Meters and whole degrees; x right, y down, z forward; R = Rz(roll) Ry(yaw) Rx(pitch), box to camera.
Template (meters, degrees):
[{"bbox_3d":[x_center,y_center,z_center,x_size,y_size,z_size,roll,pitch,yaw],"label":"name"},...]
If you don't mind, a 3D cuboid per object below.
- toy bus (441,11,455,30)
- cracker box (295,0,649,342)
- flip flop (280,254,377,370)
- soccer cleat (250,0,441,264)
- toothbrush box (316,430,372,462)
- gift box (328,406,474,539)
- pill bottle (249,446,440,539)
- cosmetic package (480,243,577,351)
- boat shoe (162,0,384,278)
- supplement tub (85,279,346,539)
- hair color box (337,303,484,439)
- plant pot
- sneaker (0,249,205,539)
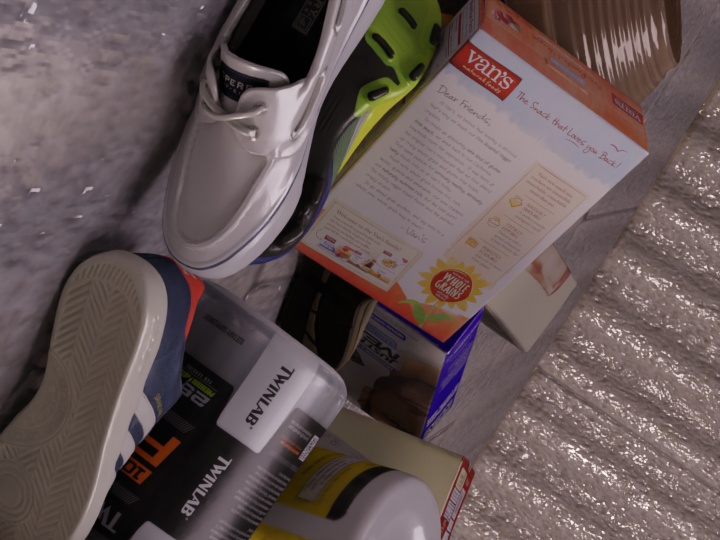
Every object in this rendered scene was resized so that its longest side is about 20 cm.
[{"bbox_3d":[0.086,-0.139,0.968,0.200,0.078,0.065,-15,121,-70],"label":"toy bus"},{"bbox_3d":[0.064,-0.060,0.871,0.200,0.134,0.058,-45,-158,33],"label":"cracker box"},{"bbox_3d":[0.000,0.000,1.018,0.058,0.081,0.200,-36,161,-43],"label":"flip flop"},{"bbox_3d":[-0.024,-0.091,0.810,0.201,0.065,0.084,-56,-163,-16],"label":"soccer cleat"},{"bbox_3d":[-0.086,0.208,1.063,0.086,0.145,0.201,-33,154,-60],"label":"toothbrush box"},{"bbox_3d":[-0.010,0.198,1.226,0.185,0.186,0.201,72,40,-71],"label":"gift box"},{"bbox_3d":[-0.057,0.168,0.915,0.114,0.199,0.115,-22,117,-51],"label":"pill bottle"},{"bbox_3d":[0.111,-0.015,1.220,0.087,0.103,0.200,-52,153,-4],"label":"cosmetic package"},{"bbox_3d":[-0.052,-0.092,0.678,0.201,0.073,0.065,-67,160,4],"label":"boat shoe"},{"bbox_3d":[-0.109,0.116,0.824,0.200,0.122,0.123,-55,166,-8],"label":"supplement tub"},{"bbox_3d":[0.037,0.071,1.247,0.065,0.109,0.200,-49,164,-26],"label":"hair color box"},{"bbox_3d":[0.162,-0.181,0.922,0.201,0.092,0.202,-4,90,-69],"label":"plant pot"},{"bbox_3d":[-0.138,0.081,0.739,0.201,0.075,0.084,-60,161,17],"label":"sneaker"}]
